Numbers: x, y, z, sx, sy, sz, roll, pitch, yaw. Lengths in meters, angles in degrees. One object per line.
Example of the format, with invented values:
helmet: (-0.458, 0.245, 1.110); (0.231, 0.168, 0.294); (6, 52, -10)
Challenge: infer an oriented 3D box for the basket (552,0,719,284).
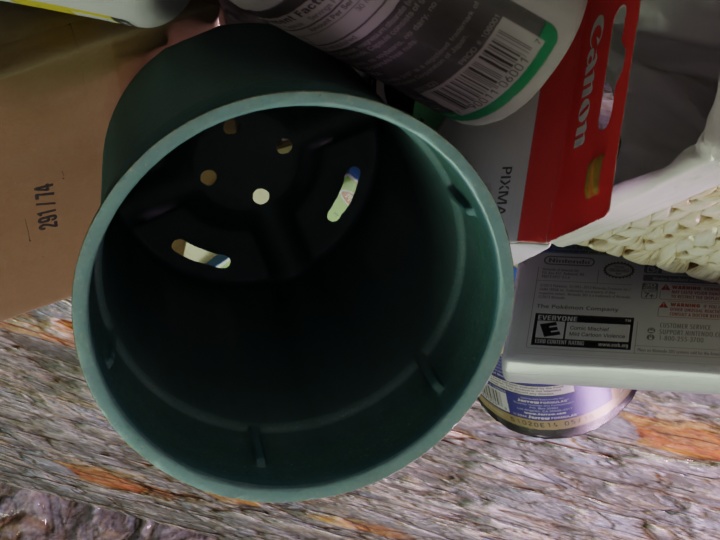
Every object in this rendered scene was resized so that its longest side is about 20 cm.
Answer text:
basket: (0.183, -0.078, 1.149); (0.123, 0.136, 0.200); (18, 165, -18)

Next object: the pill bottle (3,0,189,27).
pill bottle: (-0.178, -0.190, 1.173); (0.200, 0.112, 0.112); (13, 164, 15)

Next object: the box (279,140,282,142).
box: (0.003, -0.040, 1.562); (0.137, 0.040, 0.200); (31, 171, 24)

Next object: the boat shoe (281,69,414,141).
boat shoe: (0.020, -0.101, 1.345); (0.202, 0.075, 0.086); (0, 158, 39)

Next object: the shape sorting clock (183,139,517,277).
shape sorting clock: (0.000, 0.000, 1.333); (0.200, 0.039, 0.200); (2, 133, 3)

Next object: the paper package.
paper package: (-0.162, -0.085, 1.288); (0.191, 0.104, 0.200); (-19, 143, -8)

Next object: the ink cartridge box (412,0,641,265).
ink cartridge box: (0.075, -0.086, 1.174); (0.050, 0.161, 0.200); (13, 166, -14)

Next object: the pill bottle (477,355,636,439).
pill bottle: (0.108, 0.003, 1.424); (0.112, 0.112, 0.200); (11, 145, 20)

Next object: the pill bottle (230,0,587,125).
pill bottle: (0.000, -0.156, 1.102); (0.200, 0.113, 0.113); (26, 162, -30)

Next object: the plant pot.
plant pot: (-0.044, -0.023, 1.146); (0.200, 0.200, 0.196); (22, -162, -18)

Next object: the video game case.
video game case: (0.185, -0.006, 1.262); (0.200, 0.182, 0.022); (3, 135, 11)
